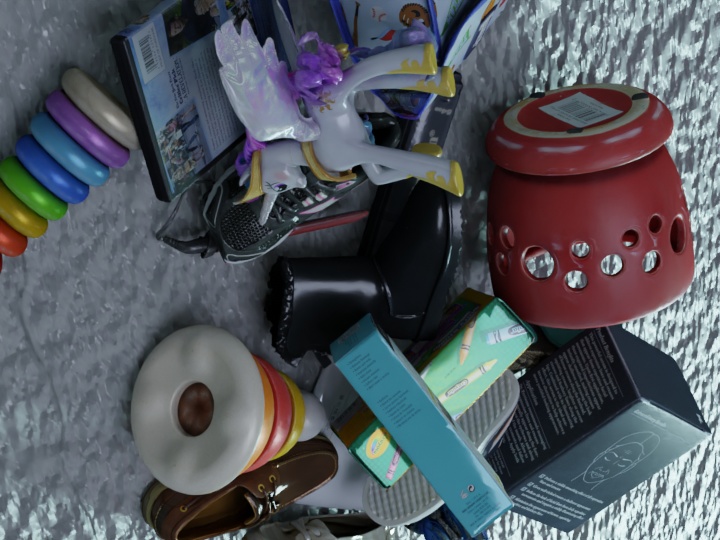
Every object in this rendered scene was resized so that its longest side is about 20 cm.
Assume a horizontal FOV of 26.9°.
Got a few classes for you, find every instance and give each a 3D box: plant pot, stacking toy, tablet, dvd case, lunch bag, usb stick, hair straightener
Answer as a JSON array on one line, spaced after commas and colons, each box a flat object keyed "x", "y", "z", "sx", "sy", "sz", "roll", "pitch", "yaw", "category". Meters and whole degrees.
[{"x": 0.210, "y": -0.068, "z": 1.428, "sx": 0.199, "sy": 0.200, "sz": 0.184, "roll": -24, "pitch": 117, "yaw": -22, "category": "plant pot"}, {"x": -0.259, "y": -0.059, "z": 1.189, "sx": 0.200, "sy": 0.085, "sz": 0.085, "roll": -49, "pitch": 130, "yaw": 3, "category": "stacking toy"}, {"x": -0.002, "y": 0.147, "z": 1.505, "sx": 0.129, "sy": 0.014, "sz": 0.202, "roll": 13, "pitch": 105, "yaw": -38, "category": "tablet"}, {"x": -0.117, "y": -0.166, "z": 1.213, "sx": 0.200, "sy": 0.017, "sz": 0.144, "roll": -47, "pitch": 136, "yaw": -41, "category": "dvd case"}, {"x": 0.056, "y": -0.251, "z": 1.244, "sx": 0.170, "sy": 0.123, "sz": 0.202, "roll": -53, "pitch": 140, "yaw": -38, "category": "lunch bag"}, {"x": 0.046, "y": -0.093, "z": 1.405, "sx": 0.055, "sy": 0.033, "sz": 0.202, "roll": 7, "pitch": 108, "yaw": -35, "category": "usb stick"}, {"x": -0.090, "y": -0.062, "z": 1.334, "sx": 0.198, "sy": 0.041, "sz": 0.078, "roll": -14, "pitch": 94, "yaw": -22, "category": "hair straightener"}, {"x": -0.101, "y": 0.132, "z": 1.380, "sx": 0.199, "sy": 0.146, "sz": 0.147, "roll": 15, "pitch": 105, "yaw": -57, "category": "stacking toy"}]

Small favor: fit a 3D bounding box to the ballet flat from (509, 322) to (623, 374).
[{"x": 0.179, "y": 0.080, "z": 1.572, "sx": 0.198, "sy": 0.068, "sz": 0.076, "roll": -4, "pitch": 137, "yaw": -27, "category": "ballet flat"}]

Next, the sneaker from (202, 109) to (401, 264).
[{"x": -0.047, "y": -0.084, "z": 1.284, "sx": 0.200, "sy": 0.086, "sz": 0.081, "roll": -42, "pitch": 103, "yaw": -22, "category": "sneaker"}]

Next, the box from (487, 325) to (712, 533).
[{"x": 0.232, "y": 0.164, "z": 1.559, "sx": 0.199, "sy": 0.108, "sz": 0.148, "roll": -38, "pitch": 139, "yaw": 23, "category": "box"}]

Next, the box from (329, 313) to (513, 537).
[{"x": 0.053, "y": 0.136, "z": 1.329, "sx": 0.049, "sy": 0.082, "sz": 0.201, "roll": -38, "pitch": 99, "yaw": 2, "category": "box"}]

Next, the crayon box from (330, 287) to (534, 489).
[{"x": 0.066, "y": 0.108, "z": 1.433, "sx": 0.200, "sy": 0.119, "sz": 0.058, "roll": -45, "pitch": 99, "yaw": -4, "category": "crayon box"}]

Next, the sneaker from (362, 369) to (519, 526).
[{"x": 0.087, "y": 0.181, "z": 1.506, "sx": 0.200, "sy": 0.078, "sz": 0.079, "roll": -44, "pitch": 165, "yaw": -2, "category": "sneaker"}]

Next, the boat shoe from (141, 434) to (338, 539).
[{"x": -0.105, "y": 0.214, "z": 1.427, "sx": 0.198, "sy": 0.067, "sz": 0.073, "roll": -16, "pitch": 120, "yaw": -23, "category": "boat shoe"}]

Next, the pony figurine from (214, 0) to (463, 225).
[{"x": -0.028, "y": -0.133, "z": 1.181, "sx": 0.198, "sy": 0.167, "sz": 0.195, "roll": -6, "pitch": 116, "yaw": 18, "category": "pony figurine"}]

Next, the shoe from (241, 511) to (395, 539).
[{"x": -0.038, "y": 0.265, "z": 1.506, "sx": 0.199, "sy": 0.070, "sz": 0.054, "roll": 10, "pitch": 109, "yaw": -46, "category": "shoe"}]

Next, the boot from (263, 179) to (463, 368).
[{"x": 0.000, "y": -0.001, "z": 1.360, "sx": 0.160, "sy": 0.074, "sz": 0.200, "roll": -4, "pitch": 131, "yaw": -17, "category": "boot"}]

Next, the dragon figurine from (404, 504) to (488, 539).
[{"x": 0.094, "y": 0.273, "z": 1.553, "sx": 0.059, "sy": 0.201, "sz": 0.100, "roll": -37, "pitch": 166, "yaw": -10, "category": "dragon figurine"}]
